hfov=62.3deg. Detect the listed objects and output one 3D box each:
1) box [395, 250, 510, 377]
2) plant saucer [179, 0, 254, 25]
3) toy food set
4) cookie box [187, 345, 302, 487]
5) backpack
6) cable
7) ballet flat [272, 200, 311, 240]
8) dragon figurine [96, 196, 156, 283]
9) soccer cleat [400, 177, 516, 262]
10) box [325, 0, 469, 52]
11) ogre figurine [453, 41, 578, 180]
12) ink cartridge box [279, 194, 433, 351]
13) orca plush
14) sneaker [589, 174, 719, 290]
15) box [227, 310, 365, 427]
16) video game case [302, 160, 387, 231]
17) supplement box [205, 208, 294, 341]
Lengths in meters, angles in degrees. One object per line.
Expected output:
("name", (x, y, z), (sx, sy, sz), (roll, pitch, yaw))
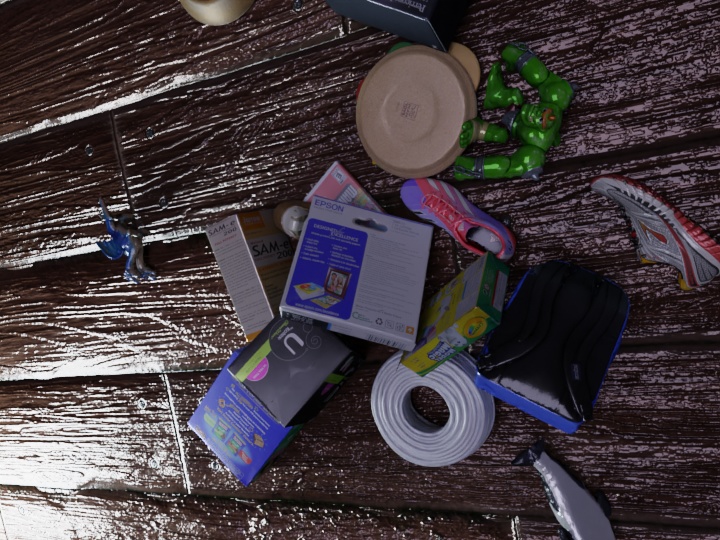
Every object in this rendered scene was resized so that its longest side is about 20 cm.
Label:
("box", (0.127, 0.072, 0.858), (0.048, 0.118, 0.200), (36, 135, -12))
("plant saucer", (-0.252, -0.525, 1.007), (0.199, 0.035, 0.202), (4, 100, 24))
("toy food set", (0.081, -0.241, 0.899), (0.196, 0.049, 0.202), (6, 102, 24))
("cookie box", (-0.200, 0.264, 1.099), (0.171, 0.075, 0.200), (42, 113, 13))
("backpack", (0.258, 0.096, 0.818), (0.162, 0.168, 0.201), (26, 76, 15))
("cable", (0.114, 0.215, 0.952), (0.199, 0.069, 0.202), (-11, 95, 25))
("ballet flat", (-0.071, -0.065, 0.965), (0.199, 0.072, 0.068), (24, 107, 19))
("dragon figurine", (-0.477, -0.059, 1.178), (0.200, 0.059, 0.100), (38, 112, 13))
("soccer cleat", (0.141, -0.078, 0.884), (0.199, 0.076, 0.067), (35, 110, 14))
("box", (0.063, -0.441, 0.814), (0.199, 0.123, 0.200), (27, 100, 19))
("ogre figurine", (0.217, -0.208, 0.818), (0.119, 0.098, 0.201), (23, 69, 22))
("ink cartridge box", (0.000, 0.000, 0.877), (0.197, 0.201, 0.043), (15, 150, -3))
("orca plush", (0.298, 0.355, 0.893), (0.200, 0.105, 0.071), (42, 148, 1))
("sneaker", (0.381, -0.053, 0.780), (0.200, 0.078, 0.082), (43, 114, 12))
("box", (-0.091, 0.147, 0.939), (0.124, 0.200, 0.149), (41, 86, 12))
("video game case", (-0.017, -0.060, 0.992), (0.200, 0.017, 0.143), (48, 114, 9))
("supplement box", (-0.166, 0.004, 1.011), (0.073, 0.126, 0.201), (-20, 91, 27))
